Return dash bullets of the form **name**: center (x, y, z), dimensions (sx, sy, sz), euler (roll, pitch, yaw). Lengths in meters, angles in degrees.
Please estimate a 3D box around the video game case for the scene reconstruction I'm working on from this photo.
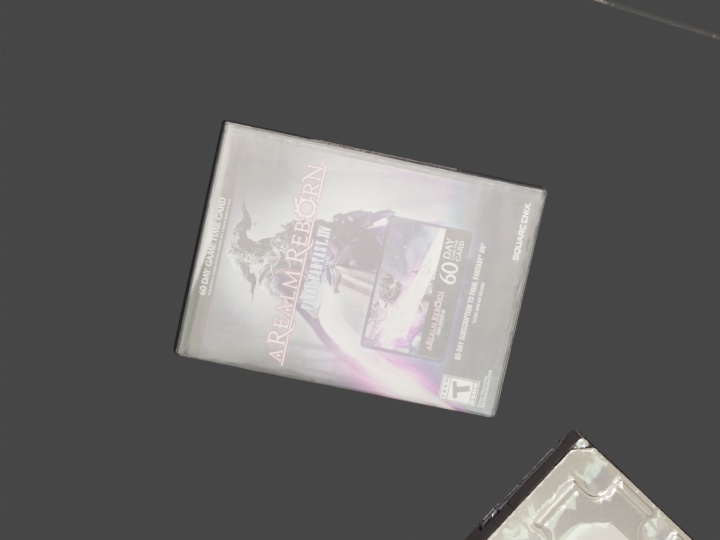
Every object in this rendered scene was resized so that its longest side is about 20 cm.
- **video game case**: center (0.000, 0.000, 1.549), dimensions (0.199, 0.019, 0.143), euler (11, 97, -11)

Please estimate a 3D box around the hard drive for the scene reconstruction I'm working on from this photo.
- **hard drive**: center (0.156, 0.213, 1.597), dimensions (0.200, 0.038, 0.140), euler (44, 91, -11)
